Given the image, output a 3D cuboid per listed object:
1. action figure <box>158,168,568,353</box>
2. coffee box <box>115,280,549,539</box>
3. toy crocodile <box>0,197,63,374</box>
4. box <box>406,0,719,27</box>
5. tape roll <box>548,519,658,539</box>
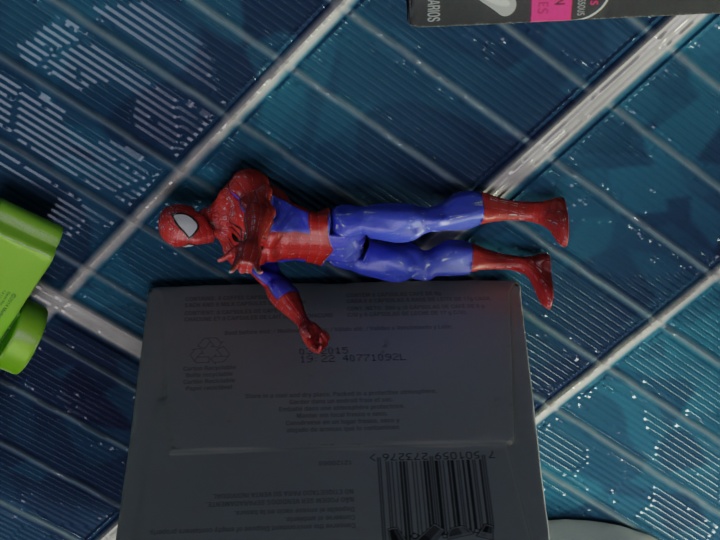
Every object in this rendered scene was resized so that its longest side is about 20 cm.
[{"bbox_3d":[0.000,0.000,0.860,0.198,0.099,0.066,6,129,-4],"label":"action figure"},{"bbox_3d":[-0.013,0.145,0.911,0.198,0.201,0.199,-1,132,-1],"label":"coffee box"},{"bbox_3d":[-0.209,0.042,0.915,0.067,0.062,0.201,21,122,-19],"label":"toy crocodile"},{"bbox_3d":[0.113,-0.176,0.703,0.198,0.107,0.123,-3,131,0],"label":"box"},{"bbox_3d":[0.119,0.244,1.087,0.200,0.071,0.204,-1,130,-2],"label":"tape roll"}]
